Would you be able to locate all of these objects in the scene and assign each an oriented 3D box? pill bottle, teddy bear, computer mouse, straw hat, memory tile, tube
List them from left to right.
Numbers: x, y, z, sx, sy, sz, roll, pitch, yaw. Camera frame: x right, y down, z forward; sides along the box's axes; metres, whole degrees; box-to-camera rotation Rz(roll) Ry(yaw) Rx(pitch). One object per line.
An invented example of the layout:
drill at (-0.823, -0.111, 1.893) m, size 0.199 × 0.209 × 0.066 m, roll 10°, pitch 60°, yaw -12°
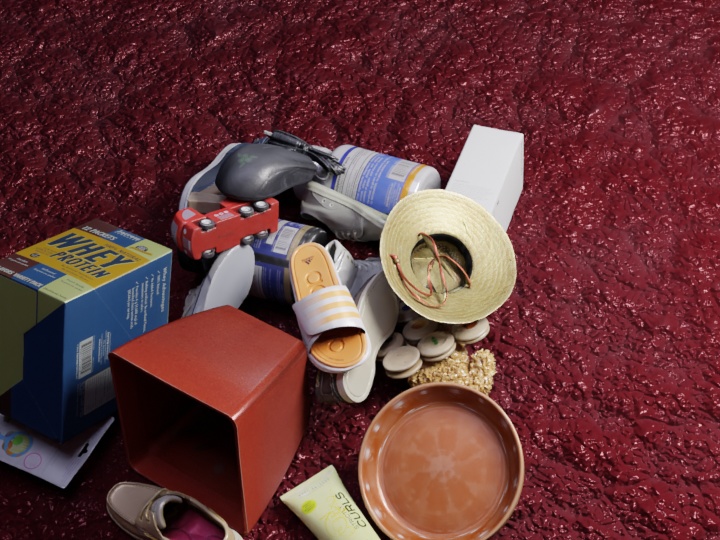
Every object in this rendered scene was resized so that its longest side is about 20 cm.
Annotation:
pill bottle at (-0.149, -0.022, 1.791) m, size 0.197 × 0.113 × 0.113 m, roll 13°, pitch 50°, yaw 19°
computer mouse at (-0.120, -0.151, 1.754) m, size 0.137 × 0.053 × 0.199 m, roll 24°, pitch 31°, yaw 26°
tube at (-0.017, 0.309, 1.506) m, size 0.058 × 0.052 × 0.200 m, roll 11°, pitch 25°, yaw -41°
pill bottle at (0.007, -0.117, 1.858) m, size 0.198 × 0.113 × 0.113 m, roll 16°, pitch 51°, yaw 23°
memory tile at (0.071, 0.065, 1.698) m, size 0.152 × 0.017 × 0.200 m, roll -25°, pitch 31°, yaw -8°
straw hat at (0.097, 0.000, 1.674) m, size 0.198 × 0.085 × 0.204 m, roll 10°, pitch 57°, yaw -17°
teddy bear at (0.108, 0.145, 1.627) m, size 0.143 × 0.067 × 0.202 m, roll -6°, pitch 45°, yaw 6°

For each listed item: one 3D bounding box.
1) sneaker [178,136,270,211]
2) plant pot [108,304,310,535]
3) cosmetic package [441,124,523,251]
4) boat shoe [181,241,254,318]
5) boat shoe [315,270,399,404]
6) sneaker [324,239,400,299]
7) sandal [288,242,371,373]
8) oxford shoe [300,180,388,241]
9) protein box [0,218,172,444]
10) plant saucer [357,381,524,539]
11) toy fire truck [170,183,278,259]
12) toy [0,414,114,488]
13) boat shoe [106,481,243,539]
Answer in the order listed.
sneaker at (-0.171, -0.124, 1.890) m, size 0.145 × 0.077 × 0.203 m, roll -2°, pitch 42°, yaw 36°
plant pot at (-0.166, 0.160, 1.576) m, size 0.198 × 0.202 × 0.176 m, roll 23°, pitch 45°, yaw 27°
cosmetic package at (0.168, -0.096, 1.816) m, size 0.080 × 0.114 × 0.201 m, roll 13°, pitch 52°, yaw 18°
boat shoe at (-0.208, 0.050, 1.720) m, size 0.069 × 0.071 × 0.203 m, roll 22°, pitch 90°, yaw 41°
boat shoe at (-0.004, 0.083, 1.636) m, size 0.059 × 0.072 × 0.202 m, roll -14°, pitch 42°, yaw 38°
sneaker at (0.000, 0.000, 1.716) m, size 0.073 × 0.117 × 0.200 m, roll 5°, pitch 37°, yaw 39°
sandal at (-0.052, 0.035, 1.591) m, size 0.078 × 0.059 × 0.208 m, roll -23°, pitch 53°, yaw -1°
oxford shoe at (-0.005, -0.064, 1.761) m, size 0.198 × 0.075 × 0.058 m, roll 25°, pitch 92°, yaw 33°
protein box at (-0.355, 0.072, 1.632) m, size 0.134 × 0.201 × 0.199 m, roll 20°, pitch 28°, yaw 25°
plant saucer at (0.095, 0.234, 1.524) m, size 0.197 × 0.032 × 0.203 m, roll -4°, pitch 72°, yaw 12°
toy fire truck at (-0.185, -0.084, 1.732) m, size 0.198 × 0.049 × 0.140 m, roll -21°, pitch 37°, yaw -37°
toy at (-0.425, 0.209, 1.658) m, size 0.198 × 0.048 × 0.116 m, roll 20°, pitch 54°, yaw 17°
boat shoe at (-0.224, 0.292, 1.532) m, size 0.198 × 0.070 × 0.074 m, roll 18°, pitch 58°, yaw 24°
